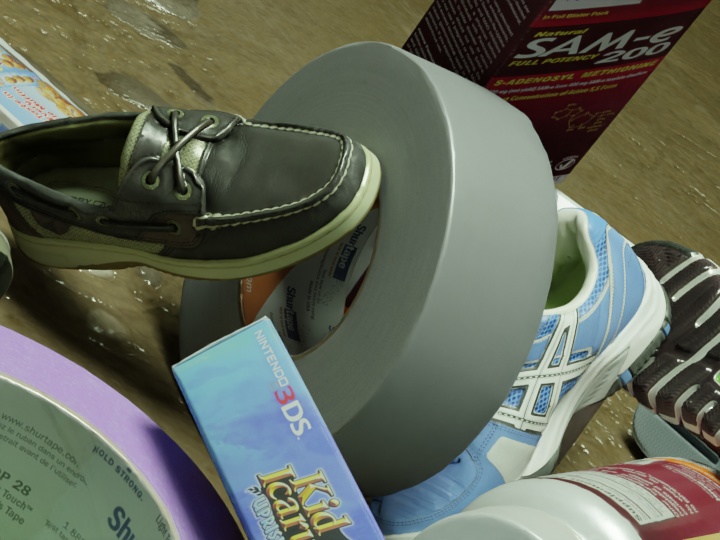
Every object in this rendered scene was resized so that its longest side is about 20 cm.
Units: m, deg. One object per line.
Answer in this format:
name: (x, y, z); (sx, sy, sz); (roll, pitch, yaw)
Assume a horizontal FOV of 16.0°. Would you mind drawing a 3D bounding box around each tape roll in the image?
tape roll: (0.000, 0.000, 1.176); (0.066, 0.201, 0.200); (22, 23, -35)
tape roll: (-0.134, 0.099, 0.868); (0.200, 0.066, 0.200); (29, 25, -15)

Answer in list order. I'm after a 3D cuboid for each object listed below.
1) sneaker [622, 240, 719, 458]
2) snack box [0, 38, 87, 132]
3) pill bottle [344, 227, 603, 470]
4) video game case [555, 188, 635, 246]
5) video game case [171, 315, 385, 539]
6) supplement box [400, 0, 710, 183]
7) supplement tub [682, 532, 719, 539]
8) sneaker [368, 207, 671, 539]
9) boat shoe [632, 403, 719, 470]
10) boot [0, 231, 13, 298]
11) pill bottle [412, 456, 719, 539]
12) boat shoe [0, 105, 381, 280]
sneaker: (0.186, 0.076, 1.251); (0.116, 0.076, 0.200); (56, -2, -42)
snack box: (-0.178, -0.082, 1.339); (0.200, 0.024, 0.072); (41, 22, 17)
pill bottle: (0.041, 0.015, 1.335); (0.200, 0.113, 0.113); (35, 20, 5)
video game case: (0.066, -0.017, 1.414); (0.200, 0.023, 0.182); (36, -22, 4)
video game case: (0.007, 0.145, 0.928); (0.200, 0.045, 0.182); (61, -5, 44)
supplement box: (0.088, -0.112, 1.242); (0.108, 0.200, 0.061); (-10, 64, -30)
supplement tub: (0.168, 0.163, 0.940); (0.144, 0.199, 0.145); (38, 45, -52)
sneaker: (0.062, 0.053, 1.199); (0.076, 0.200, 0.077); (16, -33, 45)
boat shoe: (0.233, 0.132, 1.439); (0.062, 0.072, 0.200); (21, 22, -47)
boot: (-0.241, -0.075, 1.157); (0.182, 0.073, 0.200); (36, 21, -40)
pill bottle: (0.100, 0.145, 1.129); (0.114, 0.114, 0.200); (43, 22, 23)
boat shoe: (-0.088, -0.041, 1.155); (0.066, 0.200, 0.072); (51, 47, -43)
